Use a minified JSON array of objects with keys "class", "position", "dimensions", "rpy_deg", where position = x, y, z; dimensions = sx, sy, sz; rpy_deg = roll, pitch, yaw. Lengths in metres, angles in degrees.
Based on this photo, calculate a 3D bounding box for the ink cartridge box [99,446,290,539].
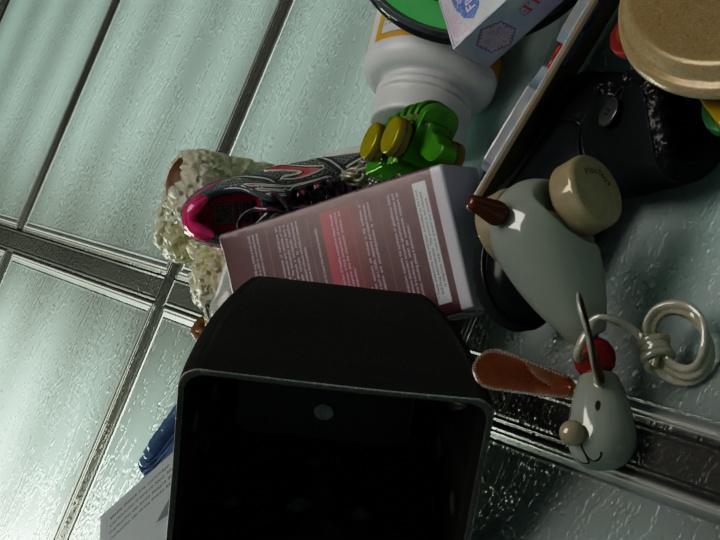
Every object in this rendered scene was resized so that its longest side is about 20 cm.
[{"class":"ink cartridge box","position":[-0.126,0.168,1.604],"dimensions":[0.199,0.041,0.200],"rpy_deg":[-42,23,15]}]

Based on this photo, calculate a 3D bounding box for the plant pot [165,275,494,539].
[{"class":"plant pot","position":[-0.022,0.111,1.400],"dimensions":[0.178,0.199,0.200],"rpy_deg":[-86,3,-59]}]

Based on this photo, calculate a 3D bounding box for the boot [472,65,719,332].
[{"class":"boot","position":[0.161,-0.058,1.360],"dimensions":[0.201,0.076,0.168],"rpy_deg":[-65,19,-14]}]

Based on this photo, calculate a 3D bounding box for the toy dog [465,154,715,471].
[{"class":"toy dog","position":[0.117,0.019,1.278],"dimensions":[0.132,0.096,0.200],"rpy_deg":[-52,51,34]}]

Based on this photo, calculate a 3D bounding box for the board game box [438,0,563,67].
[{"class":"board game box","position":[0.124,-0.283,1.485],"dimensions":[0.199,0.041,0.201],"rpy_deg":[-40,46,30]}]

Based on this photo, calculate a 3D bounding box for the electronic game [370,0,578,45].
[{"class":"electronic game","position":[0.091,-0.261,1.597],"dimensions":[0.042,0.199,0.201],"rpy_deg":[71,-151,-63]}]

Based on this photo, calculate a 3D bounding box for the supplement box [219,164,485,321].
[{"class":"supplement box","position":[0.000,0.000,1.523],"dimensions":[0.199,0.061,0.109],"rpy_deg":[-16,82,29]}]

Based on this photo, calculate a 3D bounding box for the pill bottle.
[{"class":"pill bottle","position":[0.065,-0.198,1.655],"dimensions":[0.109,0.109,0.201],"rpy_deg":[-26,44,56]}]

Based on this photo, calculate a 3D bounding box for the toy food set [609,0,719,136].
[{"class":"toy food set","position":[0.246,-0.178,1.267],"dimensions":[0.198,0.049,0.200],"rpy_deg":[-33,43,9]}]

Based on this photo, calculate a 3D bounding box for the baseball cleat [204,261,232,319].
[{"class":"baseball cleat","position":[-0.034,-0.007,1.625],"dimensions":[0.199,0.070,0.107],"rpy_deg":[-31,67,0]}]

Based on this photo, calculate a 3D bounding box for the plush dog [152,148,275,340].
[{"class":"plush dog","position":[-0.103,-0.006,1.839],"dimensions":[0.200,0.160,0.173],"rpy_deg":[133,139,-75]}]

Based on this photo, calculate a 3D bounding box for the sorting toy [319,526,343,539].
[{"class":"sorting toy","position":[-0.072,0.271,1.552],"dimensions":[0.200,0.069,0.200],"rpy_deg":[-66,24,0]}]

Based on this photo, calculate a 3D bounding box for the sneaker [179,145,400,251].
[{"class":"sneaker","position":[-0.050,-0.051,1.695],"dimensions":[0.075,0.199,0.081],"rpy_deg":[-19,-84,-83]}]

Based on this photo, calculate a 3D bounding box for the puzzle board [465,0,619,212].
[{"class":"puzzle board","position":[0.137,-0.138,1.469],"dimensions":[0.201,0.017,0.151],"rpy_deg":[-60,-8,14]}]

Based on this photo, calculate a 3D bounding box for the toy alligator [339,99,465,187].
[{"class":"toy alligator","position":[0.033,-0.099,1.579],"dimensions":[0.200,0.059,0.055],"rpy_deg":[-6,63,68]}]

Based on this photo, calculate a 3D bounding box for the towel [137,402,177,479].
[{"class":"towel","position":[-0.101,0.108,1.738],"dimensions":[0.049,0.111,0.200],"rpy_deg":[47,117,24]}]
